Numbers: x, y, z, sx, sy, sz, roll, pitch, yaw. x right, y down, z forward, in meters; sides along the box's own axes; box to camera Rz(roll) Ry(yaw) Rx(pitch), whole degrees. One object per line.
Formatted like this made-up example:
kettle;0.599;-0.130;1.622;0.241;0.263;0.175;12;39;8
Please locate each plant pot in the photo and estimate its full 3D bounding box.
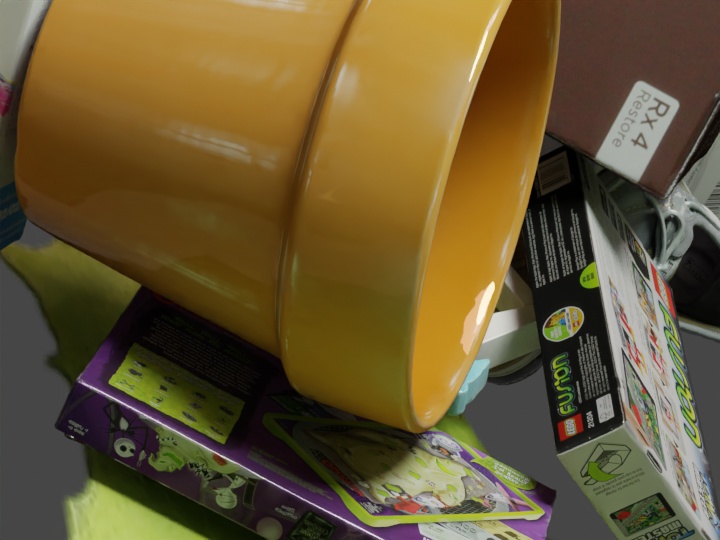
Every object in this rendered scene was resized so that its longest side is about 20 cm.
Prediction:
plant pot;-0.034;-0.053;1.103;0.183;0.200;0.200;15;22;12

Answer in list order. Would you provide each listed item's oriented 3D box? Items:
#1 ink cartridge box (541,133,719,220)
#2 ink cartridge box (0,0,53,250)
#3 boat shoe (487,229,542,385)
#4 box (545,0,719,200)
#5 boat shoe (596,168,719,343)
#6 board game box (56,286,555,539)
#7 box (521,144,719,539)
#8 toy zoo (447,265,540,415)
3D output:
ink cartridge box;0.171;-0.094;1.520;0.200;0.146;0.084;-2;39;-49
ink cartridge box;-0.177;-0.114;1.118;0.115;0.200;0.068;25;23;12
boat shoe;0.057;-0.014;1.344;0.065;0.072;0.200;56;8;-45
box;0.125;-0.152;1.298;0.164;0.166;0.200;30;12;7
boat shoe;0.157;-0.006;1.391;0.065;0.074;0.202;50;10;27
board game box;-0.018;0.078;1.109;0.200;0.032;0.120;28;26;0
box;0.118;0.043;1.226;0.110;0.035;0.200;53;20;-34
toy zoo;0.000;0.000;1.258;0.131;0.020;0.200;-11;40;-24
